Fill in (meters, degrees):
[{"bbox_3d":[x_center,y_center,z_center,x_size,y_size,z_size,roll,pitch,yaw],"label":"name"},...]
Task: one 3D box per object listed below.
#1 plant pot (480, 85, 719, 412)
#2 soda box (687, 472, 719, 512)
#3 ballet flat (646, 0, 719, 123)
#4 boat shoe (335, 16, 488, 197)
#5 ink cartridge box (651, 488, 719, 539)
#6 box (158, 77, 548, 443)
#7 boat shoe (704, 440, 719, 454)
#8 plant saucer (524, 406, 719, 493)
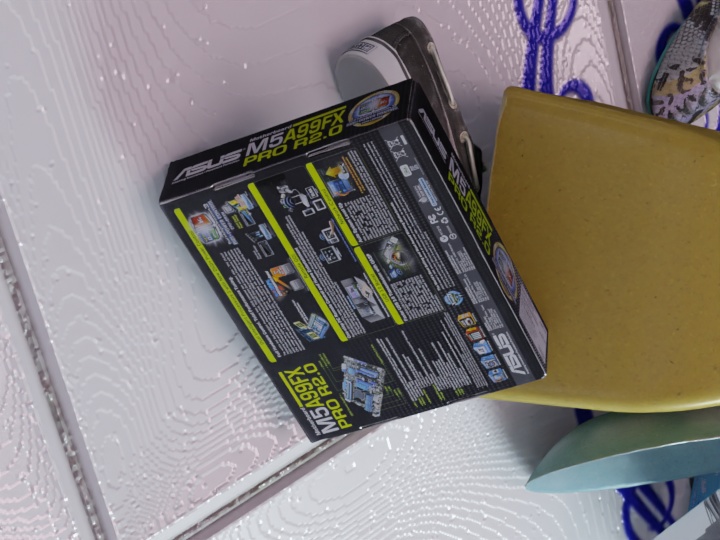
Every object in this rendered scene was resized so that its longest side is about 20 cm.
[{"bbox_3d":[0.201,-0.005,1.182,0.194,0.200,0.196,-4,102,-65],"label":"plant pot"},{"bbox_3d":[0.311,0.128,1.437,0.068,0.064,0.200,7,95,-42],"label":"soda box"},{"bbox_3d":[0.282,-0.182,1.343,0.200,0.072,0.072,-53,128,-19],"label":"ballet flat"},{"bbox_3d":[0.051,-0.062,1.165,0.064,0.071,0.200,-35,118,-29],"label":"boat shoe"},{"bbox_3d":[0.296,0.187,1.282,0.145,0.200,0.083,-4,57,-43],"label":"ink cartridge box"},{"bbox_3d":[0.000,0.000,1.080,0.200,0.160,0.044,59,24,-31],"label":"box"},{"bbox_3d":[0.291,0.122,1.358,0.200,0.063,0.073,30,89,-8],"label":"boat shoe"},{"bbox_3d":[0.210,0.117,1.276,0.201,0.201,0.039,5,70,-42],"label":"plant saucer"}]
